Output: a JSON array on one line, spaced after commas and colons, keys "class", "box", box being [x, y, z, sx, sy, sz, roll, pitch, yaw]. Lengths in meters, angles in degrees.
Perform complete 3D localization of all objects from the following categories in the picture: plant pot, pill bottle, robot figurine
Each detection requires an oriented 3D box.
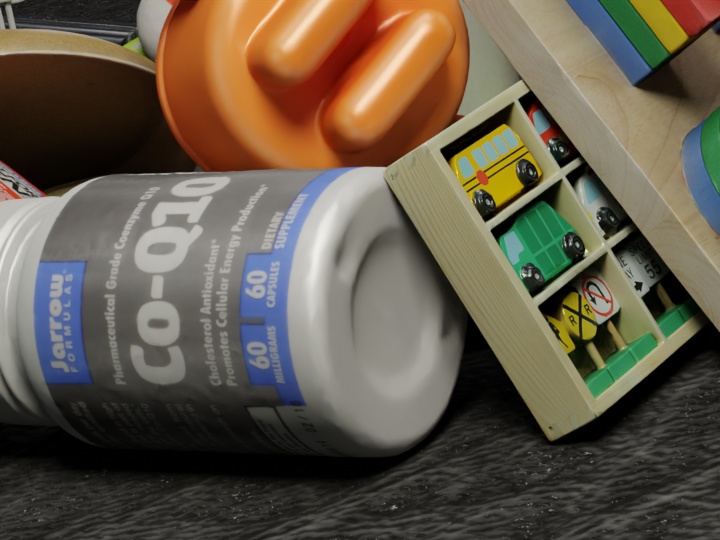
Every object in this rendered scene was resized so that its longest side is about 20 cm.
[{"class": "plant pot", "box": [-0.171, -0.060, 1.380, 0.199, 0.028, 0.200, -10, -24, -4]}, {"class": "pill bottle", "box": [-0.067, 0.017, 1.203, 0.199, 0.114, 0.114, -1, 19, 34]}, {"class": "robot figurine", "box": [-0.022, -0.086, 1.265, 0.143, 0.117, 0.200, 1, 0, -15]}]

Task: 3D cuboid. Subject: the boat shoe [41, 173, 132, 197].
[{"class": "boat shoe", "box": [-0.178, 0.009, 1.383, 0.199, 0.072, 0.068, -16, 23, 1]}]

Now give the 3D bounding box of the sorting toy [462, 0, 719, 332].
[{"class": "sorting toy", "box": [0.164, -0.091, 1.237, 0.070, 0.199, 0.200, -40, -4, 38]}]

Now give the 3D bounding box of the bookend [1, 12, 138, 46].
[{"class": "bookend", "box": [-0.242, -0.070, 1.654, 0.199, 0.093, 0.198, -24, 20, -32]}]

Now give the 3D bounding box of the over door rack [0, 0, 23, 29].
[{"class": "over door rack", "box": [-0.252, -0.063, 1.540, 0.199, 0.149, 0.067, -18, 19, -22]}]

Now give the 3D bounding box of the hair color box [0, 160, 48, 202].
[{"class": "hair color box", "box": [-0.215, 0.003, 1.255, 0.064, 0.111, 0.200, 38, 12, 14]}]

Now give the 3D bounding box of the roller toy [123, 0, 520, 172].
[{"class": "roller toy", "box": [-0.010, -0.100, 1.506, 0.199, 0.140, 0.182, 6, 35, 41]}]

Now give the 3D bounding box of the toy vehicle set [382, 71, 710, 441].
[{"class": "toy vehicle set", "box": [0.099, -0.025, 1.209, 0.026, 0.125, 0.200, -31, 2, 38]}]
